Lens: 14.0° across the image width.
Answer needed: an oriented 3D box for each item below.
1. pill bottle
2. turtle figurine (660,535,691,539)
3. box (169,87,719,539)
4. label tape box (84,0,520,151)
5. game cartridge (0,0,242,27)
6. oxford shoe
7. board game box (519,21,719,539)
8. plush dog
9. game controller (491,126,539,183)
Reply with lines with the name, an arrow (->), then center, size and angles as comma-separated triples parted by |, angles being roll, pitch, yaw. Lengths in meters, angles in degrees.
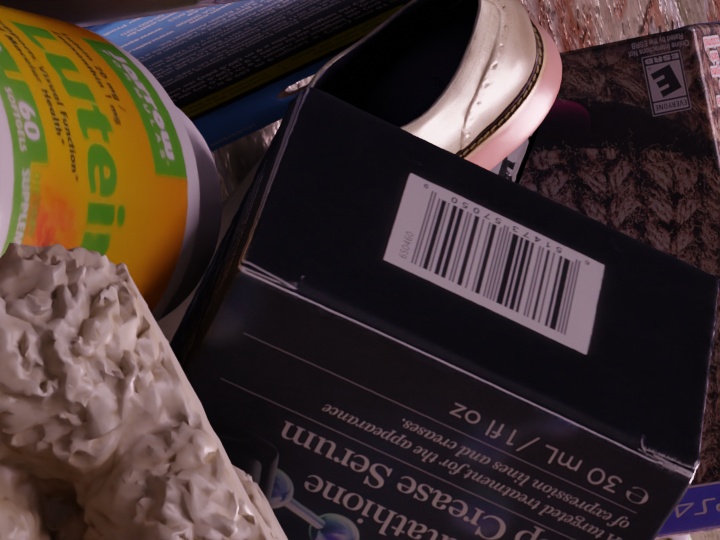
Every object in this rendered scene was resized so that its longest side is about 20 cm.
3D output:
pill bottle -> -0.113, -0.022, 0.843 | 0.200, 0.111, 0.111 | 3, 76, -71
turtle figurine -> 0.190, 0.186, 1.537 | 0.200, 0.144, 0.194 | -62, -168, 14
box -> 0.001, 0.070, 0.929 | 0.107, 0.148, 0.200 | -73, -171, -54
label tape box -> -0.043, -0.109, 1.044 | 0.063, 0.144, 0.200 | 69, 16, 11
game cartridge -> -0.083, -0.138, 0.873 | 0.038, 0.200, 0.130 | -32, 111, -44
oxford shoe -> -0.018, -0.032, 1.051 | 0.071, 0.200, 0.074 | 41, -3, 31
board game box -> 0.092, 0.010, 1.214 | 0.097, 0.159, 0.200 | -18, 96, -71
plush dog -> -0.094, 0.116, 0.741 | 0.161, 0.172, 0.200 | 61, -2, 32
game controller -> 0.000, 0.000, 1.108 | 0.042, 0.104, 0.200 | 40, 61, -37
